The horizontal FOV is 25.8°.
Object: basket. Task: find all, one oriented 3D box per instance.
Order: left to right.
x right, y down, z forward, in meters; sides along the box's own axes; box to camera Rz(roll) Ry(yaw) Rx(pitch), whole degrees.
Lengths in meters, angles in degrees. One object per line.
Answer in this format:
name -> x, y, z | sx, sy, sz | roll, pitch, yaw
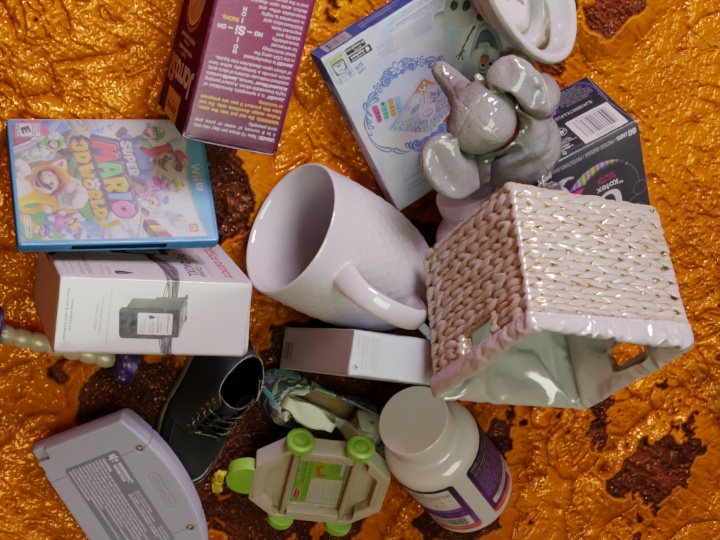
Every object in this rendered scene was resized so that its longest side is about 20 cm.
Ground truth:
basket -> 0.190, 0.031, 1.560 | 0.198, 0.198, 0.162 | 8, 63, -26

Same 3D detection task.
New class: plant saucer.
plant saucer -> 0.154, -0.304, 1.631 | 0.050, 0.201, 0.200 | -18, 125, 33

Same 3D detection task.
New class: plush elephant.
plush elephant -> 0.127, -0.150, 1.585 | 0.165, 0.200, 0.155 | -42, 136, 7

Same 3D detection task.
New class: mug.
mug -> 0.000, 0.000, 1.651 | 0.175, 0.200, 0.148 | 27, 103, -34

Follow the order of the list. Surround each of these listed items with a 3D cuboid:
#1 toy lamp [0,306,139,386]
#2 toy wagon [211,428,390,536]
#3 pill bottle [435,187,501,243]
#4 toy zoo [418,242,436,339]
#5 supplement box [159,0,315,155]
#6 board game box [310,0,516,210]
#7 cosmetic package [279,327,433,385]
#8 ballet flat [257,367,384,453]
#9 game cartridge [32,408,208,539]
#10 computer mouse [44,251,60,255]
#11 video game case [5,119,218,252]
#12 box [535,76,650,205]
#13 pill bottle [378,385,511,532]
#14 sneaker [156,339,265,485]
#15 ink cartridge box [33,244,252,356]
toy lamp -> -0.329, 0.075, 1.634 | 0.198, 0.058, 0.059 | 13, 105, -25
toy wagon -> -0.068, 0.234, 1.771 | 0.198, 0.040, 0.156 | 8, 135, -8
pill bottle -> 0.152, -0.006, 1.732 | 0.112, 0.112, 0.201 | -28, 117, -9
toy zoo -> 0.123, 0.034, 1.811 | 0.131, 0.020, 0.200 | -43, 119, -2
supplement box -> -0.120, -0.233, 1.555 | 0.102, 0.131, 0.202 | 9, 106, -22
board game box -> 0.075, -0.200, 1.690 | 0.199, 0.043, 0.200 | -32, 117, -7
cosmetic package -> 0.018, 0.094, 1.692 | 0.149, 0.200, 0.052 | 11, 85, -24
ballet flat -> -0.031, 0.173, 1.779 | 0.199, 0.074, 0.075 | 22, 101, -27
game cartridge -> -0.252, 0.244, 1.715 | 0.132, 0.041, 0.201 | -19, 119, 15
computer mouse -> -0.248, -0.072, 1.593 | 0.198, 0.111, 0.044 | -4, 150, -26
video game case -> -0.248, -0.087, 1.567 | 0.198, 0.144, 0.018 | -2, 153, -19
box -> 0.242, -0.088, 1.737 | 0.121, 0.106, 0.201 | -27, 132, -9
pill bottle -> 0.093, 0.210, 1.779 | 0.111, 0.112, 0.200 | -40, 143, -3
sneaker -> -0.165, 0.159, 1.700 | 0.074, 0.106, 0.202 | 11, 106, -24
ink cartridge box -> -0.223, 0.025, 1.604 | 0.198, 0.145, 0.084 | 2, 107, -21
